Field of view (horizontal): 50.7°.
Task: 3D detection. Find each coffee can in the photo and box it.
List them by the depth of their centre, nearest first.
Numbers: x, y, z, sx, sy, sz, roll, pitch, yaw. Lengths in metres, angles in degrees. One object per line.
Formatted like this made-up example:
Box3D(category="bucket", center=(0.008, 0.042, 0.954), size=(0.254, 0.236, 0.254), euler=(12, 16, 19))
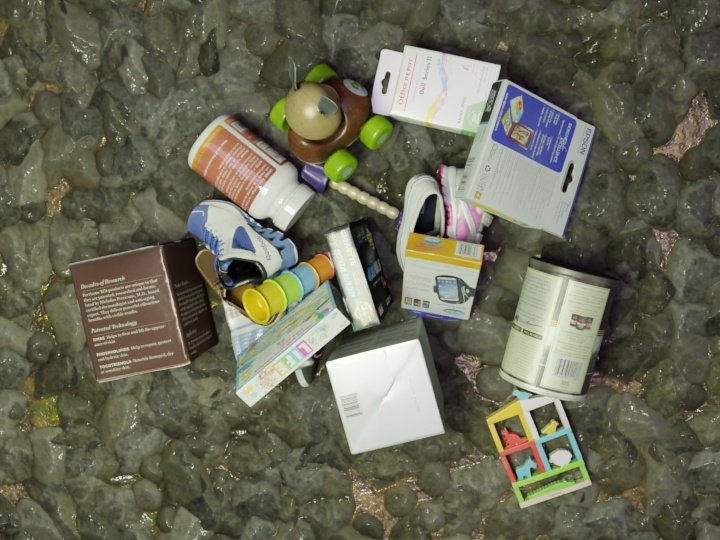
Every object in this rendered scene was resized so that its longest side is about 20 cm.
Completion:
Box3D(category="coffee can", center=(0.319, 0.092, 1.229), size=(0.146, 0.146, 0.200), euler=(15, 97, 4))

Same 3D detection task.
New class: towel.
Box3D(category="towel", center=(-0.164, 0.089, 1.294), size=(0.147, 0.024, 0.200), euler=(-22, 75, 21))

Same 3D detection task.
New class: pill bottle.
Box3D(category="pill bottle", center=(-0.179, -0.158, 1.269), size=(0.200, 0.112, 0.112), euler=(39, 98, 1))

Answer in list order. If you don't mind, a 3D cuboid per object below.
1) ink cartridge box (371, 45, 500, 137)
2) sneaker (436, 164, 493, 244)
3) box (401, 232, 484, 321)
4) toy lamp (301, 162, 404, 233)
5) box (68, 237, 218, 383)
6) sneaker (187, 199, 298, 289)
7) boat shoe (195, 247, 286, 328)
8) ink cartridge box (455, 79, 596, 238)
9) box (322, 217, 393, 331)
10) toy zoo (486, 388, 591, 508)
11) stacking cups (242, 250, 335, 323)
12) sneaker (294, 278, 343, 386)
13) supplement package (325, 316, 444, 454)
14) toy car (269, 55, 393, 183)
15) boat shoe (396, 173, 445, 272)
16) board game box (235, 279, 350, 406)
Box3D(category="ink cartridge box", center=(0.118, -0.297, 1.249), size=(0.200, 0.067, 0.117), euler=(13, 97, 4))
Box3D(category="sneaker", center=(0.180, -0.079, 1.258), size=(0.088, 0.081, 0.200), euler=(-7, 101, 0))
Box3D(category="box", center=(0.130, 0.018, 1.241), size=(0.119, 0.200, 0.042), euler=(11, 60, 7))
Box3D(category="toy lamp", center=(-0.006, -0.129, 1.286), size=(0.200, 0.058, 0.058), euler=(30, 98, 0))
Box3D(category="box", center=(-0.359, 0.062, 1.281), size=(0.164, 0.166, 0.200), euler=(-12, 94, 7))
Box3D(category="sneaker", center=(-0.213, -0.037, 1.236), size=(0.199, 0.115, 0.081), euler=(25, 133, 18))
Box3D(category="boat shoe", center=(-0.210, 0.021, 1.275), size=(0.200, 0.068, 0.072), euler=(38, 97, 25))
Box3D(category="ink cartridge box", center=(0.270, -0.176, 1.228), size=(0.200, 0.047, 0.198), euler=(20, 86, -27))
Box3D(category="box", center=(0.000, 0.000, 1.224), size=(0.046, 0.200, 0.159), euler=(-17, 94, 10))
Box3D(category="toy zoo", center=(0.302, 0.297, 1.314), size=(0.131, 0.020, 0.200), euler=(-22, 93, 7))
Box3D(category="stacking cups", center=(-0.102, 0.019, 1.242), size=(0.060, 0.200, 0.061), euler=(20, 124, 33))
Box3D(category="sneaker", center=(-0.061, 0.103, 1.304), size=(0.099, 0.071, 0.200), euler=(3, 92, 10))
Box3D(category="supplement package", center=(0.046, 0.180, 1.236), size=(0.150, 0.200, 0.152), euler=(-15, 94, 7))
Box3D(category="toy car", center=(-0.058, -0.258, 1.181), size=(0.158, 0.200, 0.164), euler=(-44, 76, -4))
Box3D(category="boat shoe", center=(0.100, -0.056, 1.237), size=(0.073, 0.065, 0.200), euler=(-11, 126, -9))
Box3D(category="board game box", center=(-0.109, 0.110, 1.188), size=(0.200, 0.134, 0.034), euler=(-40, 109, 6))
